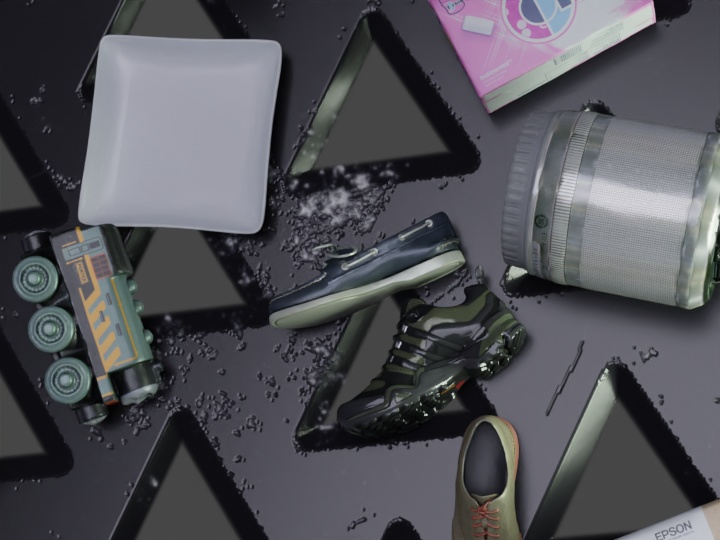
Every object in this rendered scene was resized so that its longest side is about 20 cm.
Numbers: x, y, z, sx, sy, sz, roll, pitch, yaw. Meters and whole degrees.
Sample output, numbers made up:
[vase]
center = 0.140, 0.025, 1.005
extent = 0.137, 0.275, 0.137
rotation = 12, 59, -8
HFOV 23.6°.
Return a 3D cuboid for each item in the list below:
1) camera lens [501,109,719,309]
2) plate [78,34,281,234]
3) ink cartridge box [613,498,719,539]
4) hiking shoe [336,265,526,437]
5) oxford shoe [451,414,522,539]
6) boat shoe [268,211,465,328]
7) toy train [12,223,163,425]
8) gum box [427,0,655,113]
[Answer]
[camera lens]
center = 0.242, -0.058, 1.576
extent = 0.198, 0.160, 0.161
rotation = 11, 82, 15
[plate]
center = -0.180, -0.137, 1.756
extent = 0.198, 0.032, 0.201
rotation = 3, 80, 14
[ink cartridge box]
center = 0.247, 0.268, 1.511
extent = 0.199, 0.165, 0.076
rotation = -22, 76, 8
[hiking shoe]
center = 0.055, 0.082, 1.647
extent = 0.199, 0.076, 0.101
rotation = -31, 66, -3
[oxford shoe]
center = 0.112, 0.233, 1.596
extent = 0.070, 0.075, 0.202
rotation = -5, 79, 11
[boat shoe]
center = 0.000, 0.000, 1.666
extent = 0.199, 0.075, 0.062
rotation = -22, 77, 7
[toy train]
center = -0.270, 0.048, 1.712
extent = 0.113, 0.085, 0.201
rotation = -19, 84, 0
[gum box]
center = 0.181, -0.255, 1.675
extent = 0.199, 0.066, 0.114
rotation = -28, 76, 6
